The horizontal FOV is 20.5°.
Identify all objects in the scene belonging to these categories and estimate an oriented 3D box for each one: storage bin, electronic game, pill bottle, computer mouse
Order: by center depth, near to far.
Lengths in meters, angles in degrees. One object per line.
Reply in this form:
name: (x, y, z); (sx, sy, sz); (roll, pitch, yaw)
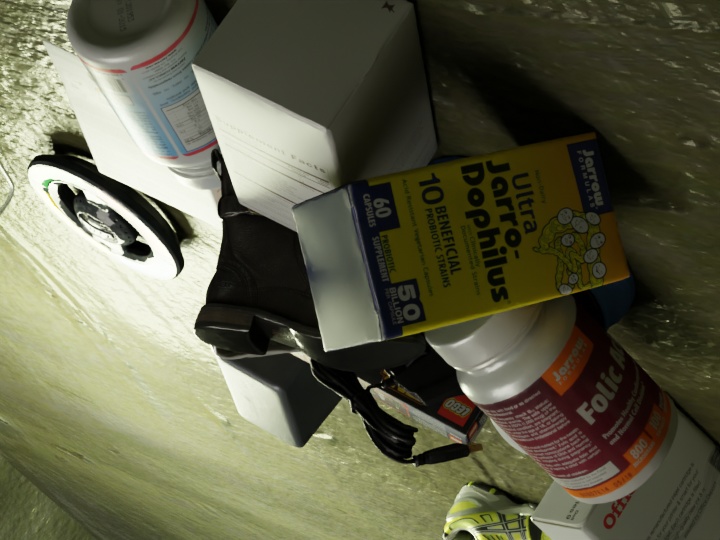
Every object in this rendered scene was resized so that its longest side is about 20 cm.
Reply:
pill bottle: (0.148, 0.082, 1.553); (0.200, 0.114, 0.114); (44, 159, -26)
computer mouse: (0.070, 0.088, 1.591); (0.141, 0.199, 0.046); (50, 132, 35)
pill bottle: (-0.153, -0.155, 1.609); (0.108, 0.109, 0.200); (23, 157, 30)
storage bin: (-0.058, 0.086, 1.981); (0.145, 0.135, 0.200); (28, 160, 19)
electronic game: (-0.273, -0.056, 2.133); (0.199, 0.042, 0.200); (31, 160, 12)

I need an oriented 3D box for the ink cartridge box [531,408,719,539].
ink cartridge box: (0.269, 0.222, 1.756); (0.200, 0.146, 0.084); (43, 160, -22)

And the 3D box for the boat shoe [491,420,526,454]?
boat shoe: (0.208, 0.159, 1.829); (0.200, 0.070, 0.066); (39, 152, -14)

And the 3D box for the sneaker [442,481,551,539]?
sneaker: (0.177, 0.299, 2.186); (0.199, 0.077, 0.075); (12, 149, 45)

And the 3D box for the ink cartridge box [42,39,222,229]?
ink cartridge box: (-0.193, -0.135, 1.829); (0.162, 0.057, 0.200); (25, 150, 25)

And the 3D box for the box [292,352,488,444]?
box: (0.043, 0.049, 1.725); (0.199, 0.137, 0.040); (27, 162, 19)

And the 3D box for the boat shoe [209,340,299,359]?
boat shoe: (-0.028, 0.034, 1.611); (0.069, 0.199, 0.071); (-95, -15, -59)

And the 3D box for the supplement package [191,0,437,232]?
supplement package: (-0.029, -0.120, 1.470); (0.119, 0.122, 0.200); (27, 159, 19)

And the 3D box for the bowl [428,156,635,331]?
bowl: (0.125, -0.012, 1.599); (0.200, 0.039, 0.201); (30, 160, 12)

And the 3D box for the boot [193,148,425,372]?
boot: (-0.035, -0.018, 1.560); (0.199, 0.175, 0.069); (9, 158, 7)

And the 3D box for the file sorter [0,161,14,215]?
file sorter: (-0.514, -0.107, 2.261); (0.199, 0.139, 0.125); (27, 162, 21)

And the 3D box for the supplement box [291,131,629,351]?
supplement box: (0.070, -0.020, 1.398); (0.109, 0.199, 0.109); (-16, 88, 65)
